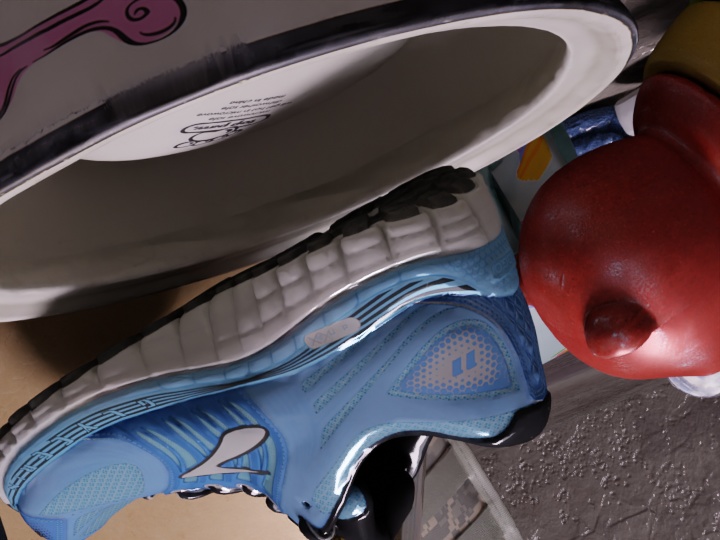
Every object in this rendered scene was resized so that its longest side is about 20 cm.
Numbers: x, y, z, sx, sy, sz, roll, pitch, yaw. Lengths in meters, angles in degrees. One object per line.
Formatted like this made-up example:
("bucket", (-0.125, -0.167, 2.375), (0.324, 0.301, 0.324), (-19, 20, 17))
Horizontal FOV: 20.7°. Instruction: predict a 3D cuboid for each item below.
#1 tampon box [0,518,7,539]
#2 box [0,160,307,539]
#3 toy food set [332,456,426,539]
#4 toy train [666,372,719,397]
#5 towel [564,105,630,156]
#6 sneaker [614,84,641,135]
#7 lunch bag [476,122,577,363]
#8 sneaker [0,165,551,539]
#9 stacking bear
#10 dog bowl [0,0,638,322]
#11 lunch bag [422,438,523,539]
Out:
("tampon box", (-0.239, 0.064, 0.589), (0.150, 0.127, 0.200), (-29, 166, 40))
("box", (-0.077, 0.050, 0.667), (0.163, 0.021, 0.200), (27, 123, -17))
("toy food set", (-0.062, 0.106, 0.863), (0.199, 0.061, 0.144), (-17, -145, 17))
("toy train", (0.171, -0.032, 0.765), (0.114, 0.087, 0.200), (-50, -178, 42))
("towel", (0.095, -0.028, 0.991), (0.111, 0.049, 0.200), (-21, 170, 3))
("sneaker", (0.209, -0.070, 0.894), (0.199, 0.085, 0.073), (-13, 170, -28))
("lunch bag", (0.000, 0.000, 0.747), (0.170, 0.122, 0.200), (-22, 175, 16))
("sneaker", (-0.030, 0.049, 0.568), (0.200, 0.090, 0.078), (-27, -177, 39))
("stacking bear", (0.136, -0.043, 0.631), (0.200, 0.114, 0.121), (-40, -144, -10))
("dog bowl", (-0.034, -0.056, 0.509), (0.199, 0.074, 0.200), (-20, 171, -3))
("lunch bag", (0.004, 0.179, 0.978), (0.164, 0.201, 0.117), (-37, -162, -20))
